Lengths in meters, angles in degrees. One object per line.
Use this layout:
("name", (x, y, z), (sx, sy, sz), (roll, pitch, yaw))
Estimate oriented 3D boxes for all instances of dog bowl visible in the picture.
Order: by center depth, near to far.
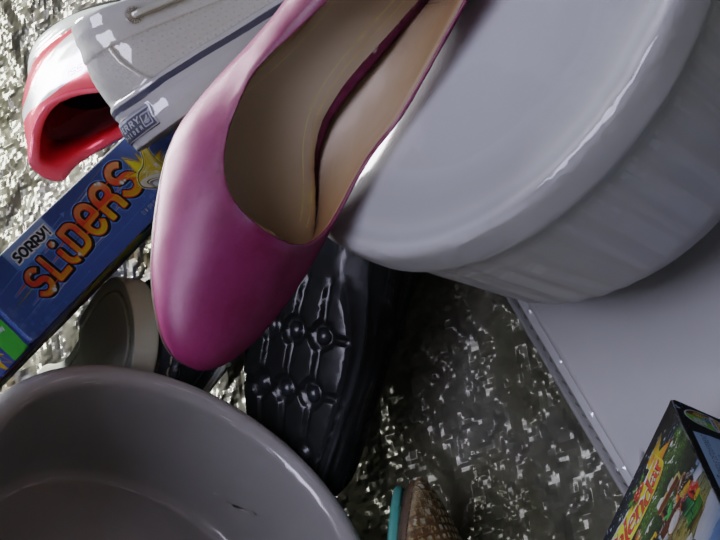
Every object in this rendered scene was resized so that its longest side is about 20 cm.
("dog bowl", (-0.080, 0.119, 0.798), (0.059, 0.199, 0.201), (-55, 51, 33))

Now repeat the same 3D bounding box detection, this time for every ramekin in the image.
("ramekin", (0.072, -0.081, 0.783), (0.202, 0.094, 0.204), (-27, 49, 37))

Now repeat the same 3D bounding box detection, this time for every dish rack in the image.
("dish rack", (0.134, 0.003, 0.800), (0.172, 0.043, 0.201), (-44, 55, 23))

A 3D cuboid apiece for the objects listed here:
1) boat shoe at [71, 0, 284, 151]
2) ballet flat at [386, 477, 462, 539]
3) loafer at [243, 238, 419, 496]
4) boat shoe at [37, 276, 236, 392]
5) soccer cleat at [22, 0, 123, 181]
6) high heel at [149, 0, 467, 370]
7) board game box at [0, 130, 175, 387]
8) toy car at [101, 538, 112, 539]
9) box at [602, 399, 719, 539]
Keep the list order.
("boat shoe", (-0.038, -0.126, 0.877), (0.070, 0.200, 0.071), (56, 150, -4))
("ballet flat", (0.035, 0.185, 0.831), (0.065, 0.071, 0.202), (4, 84, 11))
("loafer", (0.000, 0.000, 0.889), (0.068, 0.070, 0.202), (10, 90, 42))
("boat shoe", (-0.108, 0.060, 0.945), (0.200, 0.061, 0.075), (127, 139, -50))
("soccer cleat", (-0.085, -0.108, 0.974), (0.199, 0.068, 0.074), (-28, 42, 34))
("high heel", (-0.010, -0.060, 0.728), (0.096, 0.067, 0.201), (-10, 57, 58))
("board game box", (-0.120, -0.009, 0.898), (0.034, 0.200, 0.135), (44, 136, -4))
("toy car", (-0.105, 0.209, 0.877), (0.149, 0.175, 0.202), (18, 102, 3))
("box", (0.088, 0.159, 0.707), (0.137, 0.037, 0.201), (-95, 28, -75))
